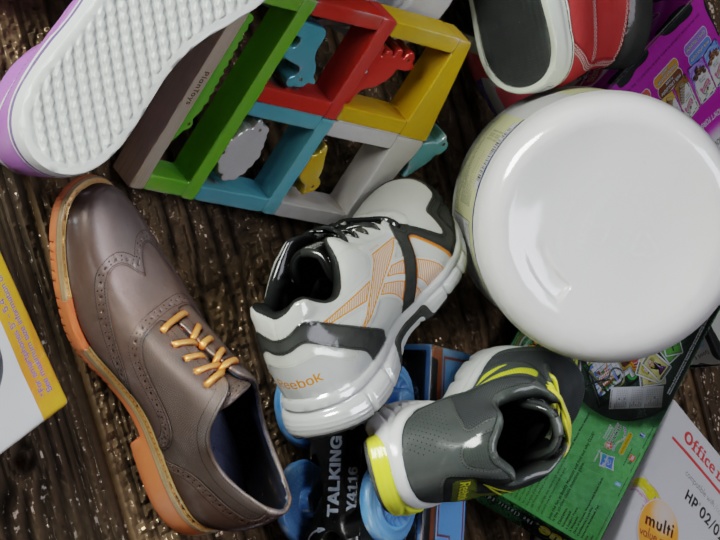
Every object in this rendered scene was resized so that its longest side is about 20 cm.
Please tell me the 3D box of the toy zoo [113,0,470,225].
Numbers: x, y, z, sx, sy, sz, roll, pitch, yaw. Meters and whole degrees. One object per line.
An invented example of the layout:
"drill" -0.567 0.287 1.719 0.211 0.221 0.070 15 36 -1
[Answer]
"toy zoo" -0.024 -0.086 1.406 0.200 0.020 0.131 9 122 -46

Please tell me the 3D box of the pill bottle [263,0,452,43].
"pill bottle" -0.039 -0.199 1.394 0.200 0.114 0.114 25 68 -43

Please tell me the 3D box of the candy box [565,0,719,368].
"candy box" 0.201 -0.056 1.678 0.136 0.061 0.201 -45 117 -41

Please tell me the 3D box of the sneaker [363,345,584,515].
"sneaker" 0.082 0.087 1.399 0.200 0.084 0.075 -25 105 -57

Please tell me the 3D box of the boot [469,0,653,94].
"boot" 0.112 -0.208 1.505 0.144 0.072 0.201 -19 103 -54

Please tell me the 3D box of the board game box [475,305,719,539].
"board game box" 0.132 0.070 1.576 0.105 0.023 0.200 32 56 1

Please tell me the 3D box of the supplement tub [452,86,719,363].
"supplement tub" 0.127 -0.030 1.472 0.200 0.144 0.146 -118 -163 -85

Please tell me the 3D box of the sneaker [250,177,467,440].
"sneaker" 0.000 0.000 1.380 0.080 0.073 0.200 64 28 -25

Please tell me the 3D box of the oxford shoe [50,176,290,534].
"oxford shoe" -0.091 0.040 1.330 0.071 0.073 0.201 -43 116 -41

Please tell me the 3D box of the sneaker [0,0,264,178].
"sneaker" -0.113 -0.128 1.297 0.201 0.114 0.073 -46 105 -15

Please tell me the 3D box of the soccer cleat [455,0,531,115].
"soccer cleat" 0.122 -0.174 1.612 0.200 0.068 0.073 -52 141 -39

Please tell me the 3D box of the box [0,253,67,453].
"box" -0.231 0.059 1.211 0.200 0.041 0.119 -40 115 -44

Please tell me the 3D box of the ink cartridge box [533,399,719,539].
"ink cartridge box" 0.176 0.160 1.621 0.115 0.068 0.200 48 53 -33

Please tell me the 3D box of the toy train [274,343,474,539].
"toy train" 0.011 0.128 1.436 0.114 0.086 0.201 14 75 -52
